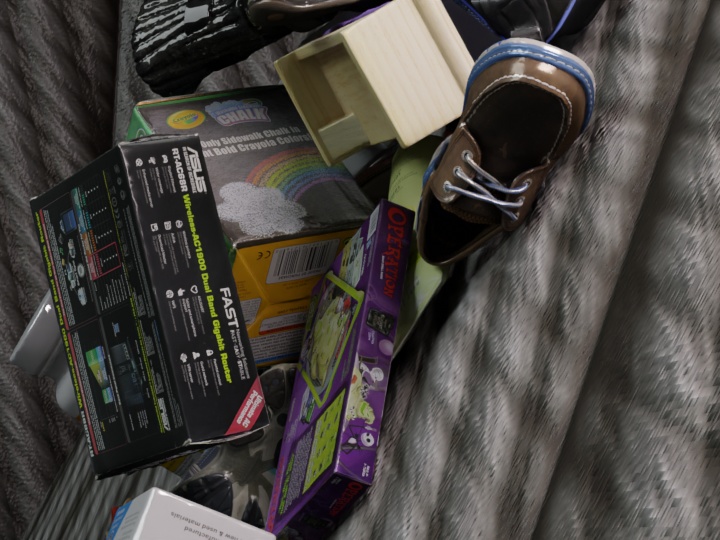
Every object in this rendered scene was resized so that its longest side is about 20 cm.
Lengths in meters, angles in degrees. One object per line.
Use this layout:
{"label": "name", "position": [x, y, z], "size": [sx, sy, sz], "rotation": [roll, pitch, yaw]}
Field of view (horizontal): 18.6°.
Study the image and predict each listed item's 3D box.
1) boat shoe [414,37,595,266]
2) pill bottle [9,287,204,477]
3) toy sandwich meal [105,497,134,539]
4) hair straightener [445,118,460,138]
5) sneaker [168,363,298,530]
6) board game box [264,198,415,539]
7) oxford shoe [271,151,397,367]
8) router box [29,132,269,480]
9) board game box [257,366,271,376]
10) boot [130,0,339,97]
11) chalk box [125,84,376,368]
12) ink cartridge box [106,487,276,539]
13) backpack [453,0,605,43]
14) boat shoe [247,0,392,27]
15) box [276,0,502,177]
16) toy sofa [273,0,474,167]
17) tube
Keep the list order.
{"label": "boat shoe", "position": [0.079, -0.059, 1.251], "size": [0.200, 0.072, 0.072], "rotation": [115, 176, -63]}
{"label": "pill bottle", "position": [-0.174, 0.086, 1.769], "size": [0.111, 0.200, 0.111], "rotation": [-58, 9, 14]}
{"label": "toy sandwich meal", "position": [-0.197, 0.259, 1.571], "size": [0.205, 0.070, 0.205], "rotation": [8, -90, -90]}
{"label": "hair straightener", "position": [0.082, -0.102, 1.429], "size": [0.077, 0.041, 0.200], "rotation": [-56, 3, 19]}
{"label": "sneaker", "position": [-0.081, 0.147, 1.505], "size": [0.200, 0.078, 0.086], "rotation": [-50, 0, 9]}
{"label": "board game box", "position": [-0.013, 0.067, 1.345], "size": [0.120, 0.032, 0.200], "rotation": [-45, 28, 49]}
{"label": "oxford shoe", "position": [0.000, 0.000, 1.575], "size": [0.200, 0.070, 0.075], "rotation": [-52, 41, 23]}
{"label": "router box", "position": [-0.140, 0.026, 1.431], "size": [0.150, 0.062, 0.200], "rotation": [-22, 80, 56]}
{"label": "board game box", "position": [-0.083, 0.023, 1.670], "size": [0.035, 0.135, 0.200], "rotation": [-50, 12, 49]}
{"label": "boot", "position": [-0.061, -0.210, 1.551], "size": [0.158, 0.079, 0.211], "rotation": [-23, 16, 40]}
{"label": "chalk box", "position": [-0.092, -0.042, 1.514], "size": [0.200, 0.124, 0.124], "rotation": [54, 141, 38]}
{"label": "ink cartridge box", "position": [-0.134, 0.243, 1.319], "size": [0.145, 0.084, 0.200], "rotation": [143, 148, -72]}
{"label": "backpack", "position": [0.093, -0.259, 1.373], "size": [0.183, 0.200, 0.147], "rotation": [-58, -11, 26]}
{"label": "boat shoe", "position": [0.001, -0.208, 1.434], "size": [0.076, 0.074, 0.200], "rotation": [-13, 2, 41]}
{"label": "box", "position": [0.022, -0.151, 1.620], "size": [0.124, 0.097, 0.200], "rotation": [-40, 1, -8]}
{"label": "toy sofa", "position": [0.023, -0.128, 1.390], "size": [0.098, 0.083, 0.200], "rotation": [-31, 7, -12]}
{"label": "tube", "position": [0.039, -0.019, 1.407], "size": [0.200, 0.052, 0.058], "rotation": [-82, -21, -57]}
